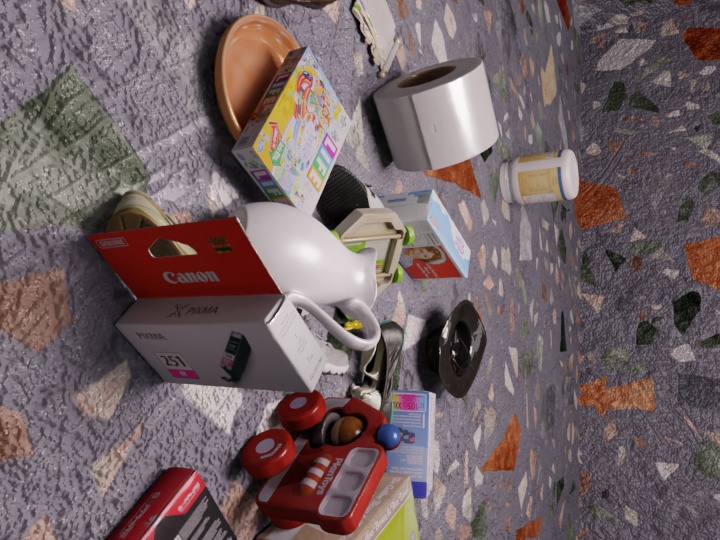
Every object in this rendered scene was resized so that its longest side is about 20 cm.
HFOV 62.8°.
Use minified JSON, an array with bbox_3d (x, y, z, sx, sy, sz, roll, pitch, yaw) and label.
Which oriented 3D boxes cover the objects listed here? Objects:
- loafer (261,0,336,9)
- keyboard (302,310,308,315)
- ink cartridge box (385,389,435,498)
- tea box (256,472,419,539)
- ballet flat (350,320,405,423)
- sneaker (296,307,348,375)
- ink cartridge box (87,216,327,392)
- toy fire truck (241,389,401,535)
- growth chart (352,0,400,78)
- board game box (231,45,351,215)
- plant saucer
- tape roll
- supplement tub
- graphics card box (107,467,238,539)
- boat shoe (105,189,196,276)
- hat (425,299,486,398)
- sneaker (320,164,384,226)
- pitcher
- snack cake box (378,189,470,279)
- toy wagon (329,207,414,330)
[{"bbox_3d":[-0.082,-0.421,0.842,0.200,0.071,0.073,-37,118,-55],"label":"loafer"},{"bbox_3d":[-0.094,-0.033,0.843,0.056,0.011,0.200,-21,104,-53],"label":"keyboard"},{"bbox_3d":[0.086,0.308,1.009,0.136,0.076,0.200,50,41,-73],"label":"ink cartridge box"},{"bbox_3d":[-0.016,0.406,0.802,0.200,0.133,0.197,-19,104,-59],"label":"tea box"},{"bbox_3d":[0.020,0.178,0.954,0.068,0.068,0.200,12,85,-40],"label":"ballet flat"},{"bbox_3d":[-0.076,0.092,0.791,0.200,0.075,0.082,32,62,-53],"label":"sneaker"},{"bbox_3d":[-0.152,0.039,0.547,0.174,0.200,0.044,62,39,-34],"label":"ink cartridge box"},{"bbox_3d":[-0.038,0.238,0.749,0.200,0.168,0.112,-48,127,-50],"label":"toy fire truck"},{"bbox_3d":[0.024,-0.469,1.081,0.200,0.018,0.145,63,38,-34],"label":"growth chart"},{"bbox_3d":[-0.082,-0.179,0.781,0.135,0.034,0.200,55,43,-42],"label":"board game box"},{"bbox_3d":[-0.125,-0.232,0.784,0.200,0.037,0.201,10,78,-58],"label":"plant saucer"},{"bbox_3d":[0.138,-0.285,1.073,0.203,0.202,0.139,-52,130,-48],"label":"tape roll"},{"bbox_3d":[0.521,-0.269,1.721,0.145,0.200,0.145,8,80,-59],"label":"supplement tub"},{"bbox_3d":[-0.181,0.322,0.614,0.126,0.051,0.200,-53,130,-48],"label":"graphics card box"},{"bbox_3d":[-0.187,0.004,0.627,0.201,0.073,0.063,55,11,-34],"label":"boat shoe"},{"bbox_3d":[0.184,0.160,1.225,0.200,0.081,0.201,1,89,-51],"label":"hat"},{"bbox_3d":[-0.006,-0.104,0.950,0.200,0.074,0.089,51,19,-40],"label":"sneaker"},{"bbox_3d":[-0.066,0.009,0.714,0.200,0.121,0.172,21,34,-32],"label":"pitcher"},{"bbox_3d":[0.116,-0.060,1.096,0.200,0.115,0.067,48,47,-47],"label":"snack cake box"},{"bbox_3d":[0.000,0.000,0.915,0.155,0.040,0.200,-7,123,-36],"label":"toy wagon"}]
